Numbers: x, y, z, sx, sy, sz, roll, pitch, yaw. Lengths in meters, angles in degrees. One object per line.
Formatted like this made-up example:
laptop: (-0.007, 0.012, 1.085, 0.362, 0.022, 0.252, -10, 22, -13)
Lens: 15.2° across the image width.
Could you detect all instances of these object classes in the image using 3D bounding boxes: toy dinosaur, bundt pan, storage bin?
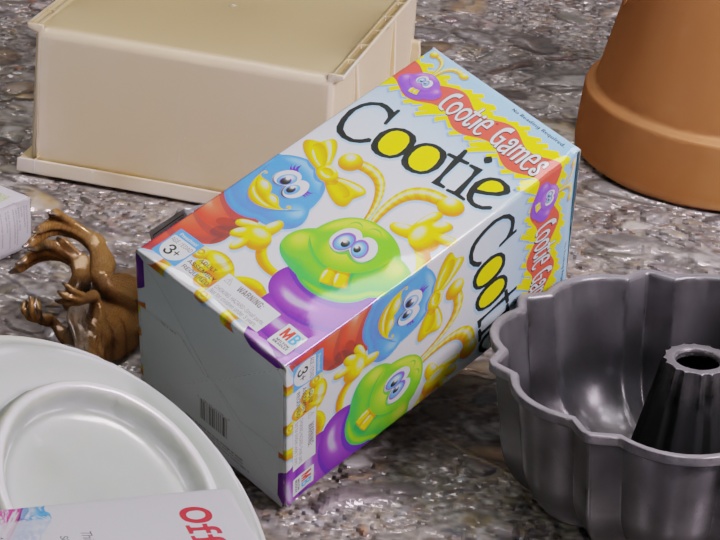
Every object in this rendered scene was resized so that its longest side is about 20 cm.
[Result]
toy dinosaur: (-0.126, 0.015, 1.414, 0.106, 0.060, 0.200, 44, 33, 3)
bundt pan: (0.155, 0.074, 1.282, 0.200, 0.076, 0.202, 4, 25, -2)
storage bin: (-0.080, -0.121, 1.651, 0.198, 0.094, 0.199, 10, 25, 13)

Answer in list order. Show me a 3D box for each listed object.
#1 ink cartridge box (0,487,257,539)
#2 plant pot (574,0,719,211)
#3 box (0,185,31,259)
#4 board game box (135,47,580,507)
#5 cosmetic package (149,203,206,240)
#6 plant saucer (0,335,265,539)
ink cartridge box: (-0.122, 0.177, 0.933, 0.198, 0.146, 0.145, -5, 25, -16)
plant pot: (0.239, -0.137, 1.679, 0.198, 0.141, 0.200, 4, 25, -2)
box: (-0.303, -0.036, 1.502, 0.199, 0.037, 0.144, 23, 31, 32)
board game box: (0.000, 0.000, 1.300, 0.105, 0.103, 0.200, 36, 55, 28)
cosmetic package: (-0.004, -0.006, 1.413, 0.199, 0.083, 0.051, -13, -7, -32)
plant saucer: (-0.111, 0.102, 1.090, 0.199, 0.050, 0.201, 22, 45, -24)
